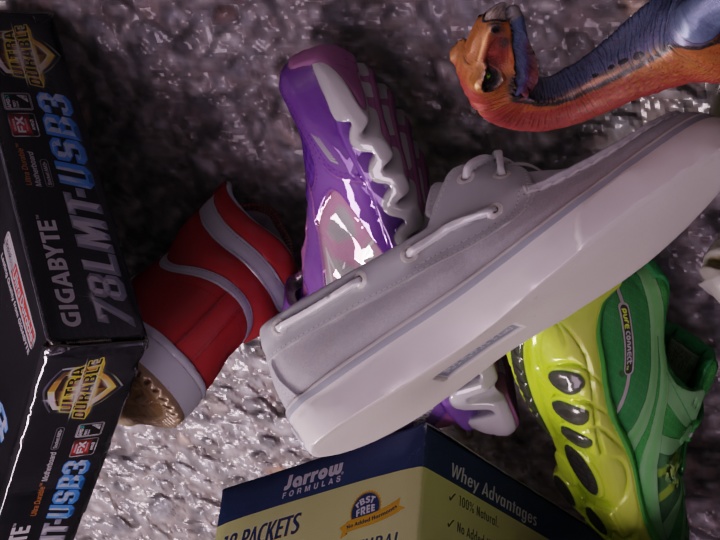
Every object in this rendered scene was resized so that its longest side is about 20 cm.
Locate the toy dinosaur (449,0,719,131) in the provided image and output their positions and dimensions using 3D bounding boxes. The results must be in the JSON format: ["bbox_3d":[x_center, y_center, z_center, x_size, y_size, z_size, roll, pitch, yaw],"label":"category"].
[{"bbox_3d":[0.126,-0.089,0.483,0.182,0.105,0.200,-47,69,16],"label":"toy dinosaur"}]

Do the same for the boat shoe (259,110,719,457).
[{"bbox_3d":[0.048,-0.007,0.575,0.200,0.072,0.069,-38,69,18],"label":"boat shoe"}]

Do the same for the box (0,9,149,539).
[{"bbox_3d":[-0.163,0.017,0.706,0.050,0.200,0.199,-3,142,-27],"label":"box"}]

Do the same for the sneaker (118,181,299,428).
[{"bbox_3d":[-0.094,0.016,0.753,0.071,0.112,0.200,49,161,-18],"label":"sneaker"}]

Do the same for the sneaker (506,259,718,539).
[{"bbox_3d":[0.125,0.069,0.665,0.074,0.084,0.200,46,167,40],"label":"sneaker"}]

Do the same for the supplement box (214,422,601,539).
[{"bbox_3d":[0.036,0.212,0.704,0.134,0.200,0.200,-22,137,37],"label":"supplement box"}]

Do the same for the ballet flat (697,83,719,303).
[{"bbox_3d":[0.169,-0.023,0.588,0.068,0.068,0.200,9,119,32],"label":"ballet flat"}]

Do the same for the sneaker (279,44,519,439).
[{"bbox_3d":[0.000,0.000,0.659,0.088,0.081,0.200,-18,118,12],"label":"sneaker"}]
